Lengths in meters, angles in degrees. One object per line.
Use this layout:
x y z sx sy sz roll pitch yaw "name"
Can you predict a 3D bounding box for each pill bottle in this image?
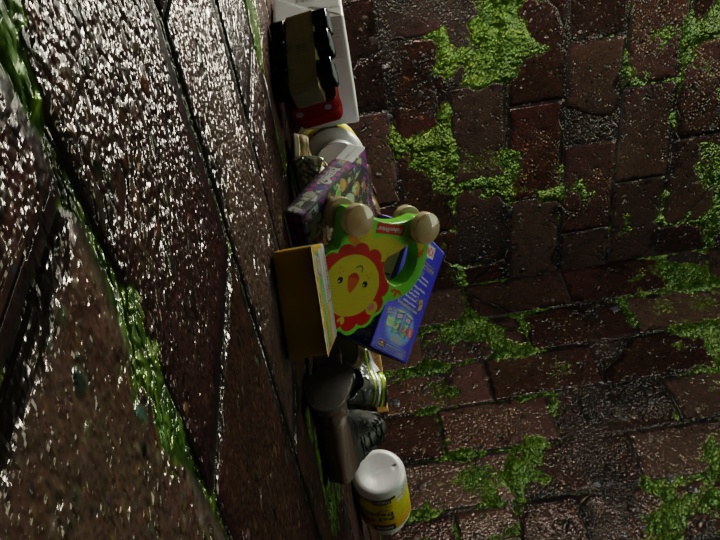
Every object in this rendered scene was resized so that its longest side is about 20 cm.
0.046 0.462 1.708 0.201 0.108 0.110 79 3 -47 "pill bottle"
-0.049 -0.210 1.521 0.200 0.110 0.112 -113 -167 -70 "pill bottle"

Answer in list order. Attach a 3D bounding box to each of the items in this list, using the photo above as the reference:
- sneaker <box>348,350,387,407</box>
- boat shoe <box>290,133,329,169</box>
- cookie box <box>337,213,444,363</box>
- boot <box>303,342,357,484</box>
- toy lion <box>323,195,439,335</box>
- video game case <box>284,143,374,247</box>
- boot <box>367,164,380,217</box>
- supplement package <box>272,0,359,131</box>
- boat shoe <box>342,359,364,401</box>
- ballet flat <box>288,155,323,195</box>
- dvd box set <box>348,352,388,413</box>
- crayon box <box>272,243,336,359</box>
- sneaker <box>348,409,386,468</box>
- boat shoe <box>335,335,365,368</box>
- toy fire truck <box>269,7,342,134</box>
-0.018 0.185 1.568 0.200 0.080 0.075 -130 -134 -55 "sneaker"
-0.073 -0.151 1.389 0.201 0.068 0.074 80 2 -52 "boat shoe"
0.051 0.033 1.346 0.171 0.075 0.202 36 73 -63 "cookie box"
-0.034 0.224 1.135 0.187 0.063 0.202 -87 173 -70 "boot"
0.007 -0.002 1.198 0.068 0.198 0.194 26 -72 51 "toy lion"
-0.037 -0.057 1.248 0.182 0.036 0.201 -51 144 -40 "video game case"
-0.001 -0.130 1.521 0.201 0.072 0.168 103 -8 -59 "boot"
-0.077 -0.366 1.459 0.120 0.120 0.201 -97 178 -51 "supplement package"
-0.027 0.180 1.341 0.200 0.065 0.075 77 5 -72 "boat shoe"
-0.062 -0.083 1.313 0.068 0.074 0.202 -116 -163 -76 "ballet flat"
-0.003 0.189 1.663 0.146 0.029 0.202 -25 -109 60 "dvd box set"
-0.066 0.034 1.014 0.200 0.051 0.127 -76 158 -87 "crayon box"
-0.003 0.269 1.358 0.200 0.090 0.077 -86 169 -77 "sneaker"
-0.045 0.070 1.384 0.065 0.071 0.202 -7 79 -84 "boat shoe"
-0.082 -0.287 1.343 0.201 0.127 0.177 62 17 -53 "toy fire truck"
